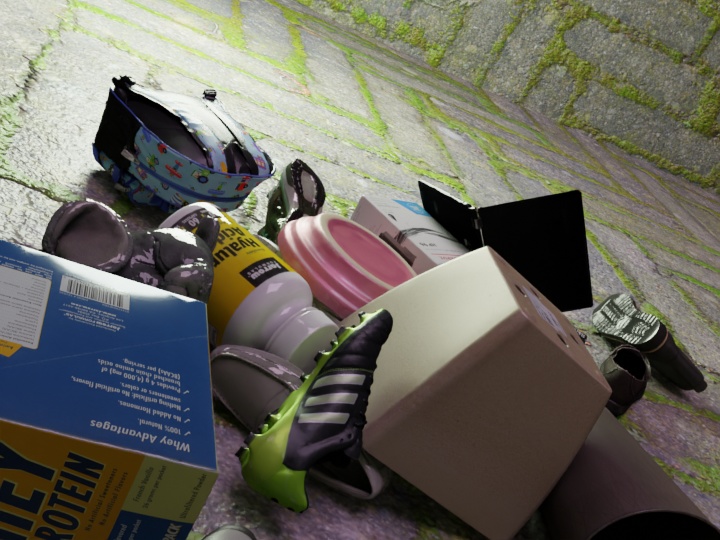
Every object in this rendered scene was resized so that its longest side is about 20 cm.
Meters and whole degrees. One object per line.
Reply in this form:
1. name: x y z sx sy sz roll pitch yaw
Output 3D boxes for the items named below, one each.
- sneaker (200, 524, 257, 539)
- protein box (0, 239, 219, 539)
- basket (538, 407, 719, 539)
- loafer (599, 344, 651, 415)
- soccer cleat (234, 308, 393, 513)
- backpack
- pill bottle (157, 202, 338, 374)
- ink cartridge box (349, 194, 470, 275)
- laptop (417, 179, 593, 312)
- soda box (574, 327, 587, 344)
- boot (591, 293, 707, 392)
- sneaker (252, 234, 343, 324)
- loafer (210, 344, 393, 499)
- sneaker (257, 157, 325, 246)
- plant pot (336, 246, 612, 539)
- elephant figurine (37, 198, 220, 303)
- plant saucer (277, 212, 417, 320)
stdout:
1. sneaker: -0.096 0.223 0.570 0.074 0.079 0.200 26 21 0
2. protein box: -0.217 0.098 0.624 0.198 0.135 0.200 19 24 -21
3. basket: 0.239 0.225 0.882 0.180 0.136 0.200 32 15 -25
4. loafer: 0.383 0.144 1.290 0.073 0.071 0.200 33 23 13
5. soccer cleat: -0.021 0.115 0.769 0.081 0.068 0.200 39 58 3
6. backpack: -0.212 -0.136 1.128 0.200 0.135 0.182 41 26 31
7. pill bottle: -0.119 0.028 0.917 0.200 0.111 0.111 39 25 23
8. ink cartridge box: 0.083 -0.013 1.174 0.116 0.068 0.200 3 34 -47
9. laptop: 0.195 -0.036 1.229 0.116 0.188 0.200 -29 36 -20
10. soda box: 0.239 0.124 1.168 0.063 0.071 0.200 31 22 11
11. boot: 0.460 0.121 1.459 0.138 0.077 0.200 43 8 -17
12. sneaker: -0.068 0.037 1.022 0.200 0.076 0.080 47 21 23
13. loafer: -0.058 0.134 0.813 0.200 0.070 0.070 31 14 5
14. sneaker: -0.095 -0.047 1.167 0.077 0.089 0.200 34 41 -31
15. plant pot: 0.117 0.101 0.872 0.200 0.177 0.200 40 17 -25
16. elephant figurine: -0.235 0.010 0.800 0.199 0.142 0.155 14 10 -12
17. plant saucer: 0.000 0.000 1.038 0.200 0.051 0.201 33 19 -13
